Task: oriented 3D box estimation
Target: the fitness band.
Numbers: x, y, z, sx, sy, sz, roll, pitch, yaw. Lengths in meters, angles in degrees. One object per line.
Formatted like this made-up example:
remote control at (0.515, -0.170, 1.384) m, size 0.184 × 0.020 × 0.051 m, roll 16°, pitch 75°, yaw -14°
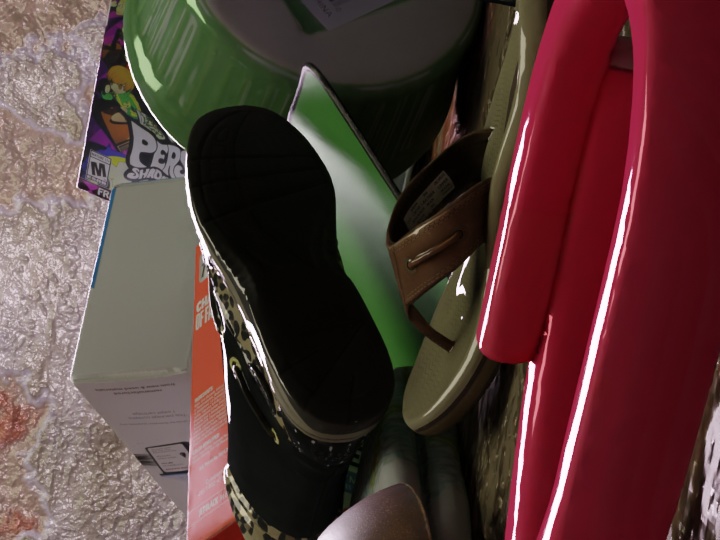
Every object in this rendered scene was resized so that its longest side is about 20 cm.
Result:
fitness band at (0.069, 0.004, 0.521) m, size 0.144 × 0.037 × 0.202 m, roll -101°, pitch 19°, yaw -67°

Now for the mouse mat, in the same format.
mouse mat at (0.000, 0.000, 0.949) m, size 0.162 × 0.007 × 0.200 m, roll 58°, pitch 160°, yaw 14°

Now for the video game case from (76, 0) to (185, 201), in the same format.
video game case at (-0.083, -0.095, 1.231) m, size 0.036 × 0.199 × 0.182 m, roll -59°, pitch -9°, yaw -51°

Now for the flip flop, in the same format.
flip flop at (0.042, -0.026, 0.780) m, size 0.081 × 0.057 × 0.202 m, roll -97°, pitch 18°, yaw -62°

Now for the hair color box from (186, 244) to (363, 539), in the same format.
hair color box at (-0.037, 0.073, 1.057) m, size 0.064 × 0.110 × 0.201 m, roll -37°, pitch 44°, yaw 40°

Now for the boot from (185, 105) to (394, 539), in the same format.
boot at (-0.047, 0.035, 0.923) m, size 0.154 × 0.073 × 0.205 m, roll 104°, pitch 151°, yaw -49°

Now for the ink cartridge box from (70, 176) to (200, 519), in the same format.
ink cartridge box at (-0.099, 0.056, 1.192) m, size 0.200 × 0.085 × 0.148 m, roll 58°, pitch -148°, yaw -51°

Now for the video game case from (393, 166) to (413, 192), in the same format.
video game case at (0.012, -0.029, 1.224) m, size 0.143 × 0.018 × 0.202 m, roll 129°, pitch 155°, yaw -80°

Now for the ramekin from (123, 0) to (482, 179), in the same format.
ramekin at (-0.027, -0.151, 1.033) m, size 0.098 × 0.198 × 0.202 m, roll 123°, pitch 156°, yaw -59°

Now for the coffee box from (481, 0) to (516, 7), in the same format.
coffee box at (0.040, -0.220, 0.783) m, size 0.044 × 0.122 × 0.202 m, roll -116°, pitch 36°, yaw -83°

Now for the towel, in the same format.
towel at (0.016, 0.163, 0.863) m, size 0.200 × 0.048 × 0.173 m, roll -94°, pitch 17°, yaw -67°

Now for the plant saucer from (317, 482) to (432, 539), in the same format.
plant saucer at (-0.009, 0.183, 0.730) m, size 0.200 × 0.032 × 0.202 m, roll -172°, pitch 90°, yaw -81°
